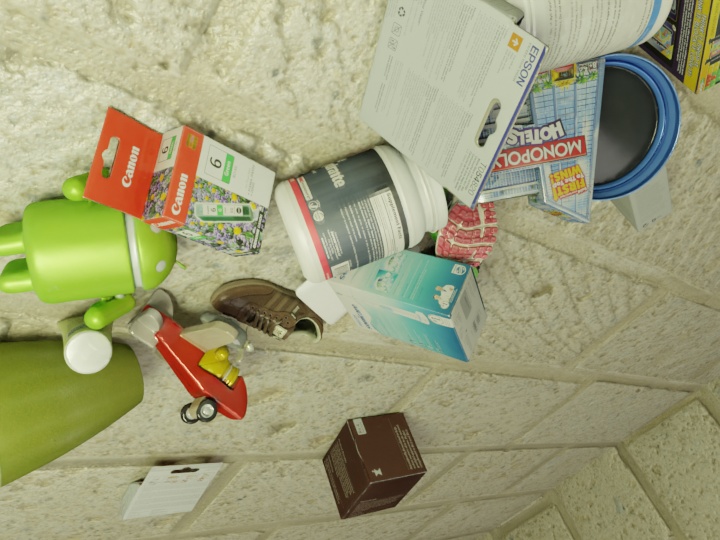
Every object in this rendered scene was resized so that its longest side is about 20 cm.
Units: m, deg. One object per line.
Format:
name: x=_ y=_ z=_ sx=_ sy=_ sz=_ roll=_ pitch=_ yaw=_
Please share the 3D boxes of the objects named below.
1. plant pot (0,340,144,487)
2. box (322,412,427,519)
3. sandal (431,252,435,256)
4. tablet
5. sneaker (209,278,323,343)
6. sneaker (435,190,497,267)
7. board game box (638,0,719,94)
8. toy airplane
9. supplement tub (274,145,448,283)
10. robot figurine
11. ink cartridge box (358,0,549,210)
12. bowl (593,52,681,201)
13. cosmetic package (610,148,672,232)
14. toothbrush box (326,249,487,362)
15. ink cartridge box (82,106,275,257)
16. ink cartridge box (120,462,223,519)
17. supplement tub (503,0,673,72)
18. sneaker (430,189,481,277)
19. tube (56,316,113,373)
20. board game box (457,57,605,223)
plant pot: x=-0.421 y=0.173 z=0.822 sx=0.199 sy=0.187 sz=0.188 roll=-14 pitch=145 yaw=-39
box: x=0.029 y=0.482 z=1.440 sx=0.163 sy=0.167 sz=0.201 roll=1 pitch=137 yaw=-29
sandal: x=0.086 y=0.035 z=1.014 sx=0.199 sy=0.054 sz=0.080 roll=-31 pitch=160 yaw=4
tablet: x=0.000 y=0.000 z=0.940 sx=0.200 sy=0.014 sz=0.130 roll=-40 pitch=142 yaw=1
sneaker: x=-0.137 y=0.069 z=0.920 sx=0.199 sy=0.076 sz=0.071 roll=12 pitch=130 yaw=-40
sneaker: x=0.157 y=-0.093 z=0.824 sx=0.080 sy=0.075 sz=0.201 roll=16 pitch=96 yaw=-7
board game box: x=0.361 y=-0.328 z=0.654 sx=0.056 sy=0.166 sz=0.200 roll=-28 pitch=144 yaw=4
toy airplane: x=-0.240 y=0.109 z=0.857 sx=0.141 sy=0.199 sz=0.200 roll=-39 pitch=145 yaw=-38
supplement tub: x=-0.001 y=-0.079 z=0.767 sx=0.199 sy=0.141 sz=0.141 roll=-21 pitch=143 yaw=-6
robot figurine: x=-0.306 y=-0.027 z=0.673 sx=0.199 sy=0.116 sz=0.177 roll=-8 pitch=109 yaw=-21
ink cartridge box: x=0.094 y=-0.200 z=0.630 sx=0.040 sy=0.200 sz=0.200 roll=-26 pitch=150 yaw=-36
bowl: x=0.345 y=-0.200 z=0.825 sx=0.199 sy=0.039 sz=0.202 roll=0 pitch=111 yaw=0
cosmetic package: x=0.450 y=-0.159 z=0.966 sx=0.074 sy=0.102 sz=0.200 roll=-34 pitch=144 yaw=11
toothbrush box: x=0.071 y=0.042 z=0.859 sx=0.086 sy=0.199 sz=0.147 roll=-62 pitch=147 yaw=-23
ink cartridge box: x=-0.193 y=-0.097 z=0.657 sx=0.050 sy=0.110 sz=0.199 roll=-3 pitch=162 yaw=41
ink cartridge box: x=-0.412 y=0.463 z=1.271 sx=0.162 sy=0.057 sz=0.201 roll=10 pitch=123 yaw=-37
supplement tub: x=0.222 y=-0.294 z=0.644 sx=0.199 sy=0.132 sz=0.132 roll=-18 pitch=143 yaw=-11
sneaker: x=0.159 y=-0.073 z=0.939 sx=0.084 sy=0.076 sz=0.201 roll=-53 pitch=143 yaw=-29
tube: x=-0.349 y=0.082 z=0.749 sx=0.058 sy=0.200 sz=0.052 roll=41 pitch=79 yaw=-25
board game box: x=0.222 y=-0.151 z=0.754 sx=0.198 sy=0.201 sz=0.062 roll=-11 pitch=-173 yaw=-4
